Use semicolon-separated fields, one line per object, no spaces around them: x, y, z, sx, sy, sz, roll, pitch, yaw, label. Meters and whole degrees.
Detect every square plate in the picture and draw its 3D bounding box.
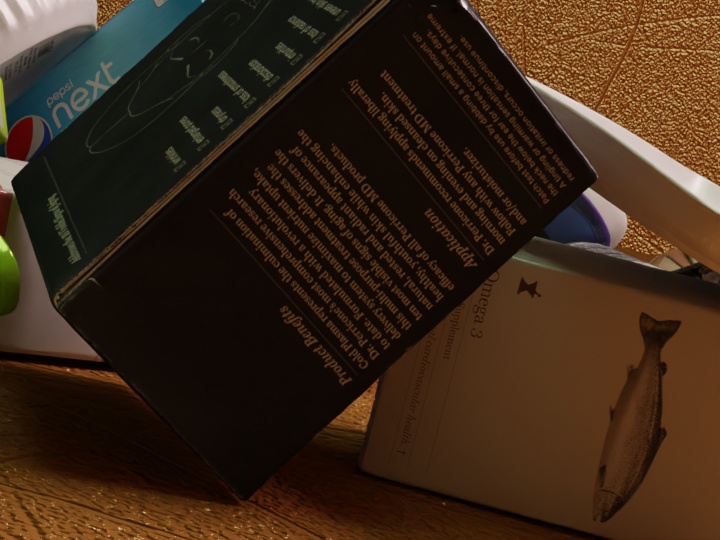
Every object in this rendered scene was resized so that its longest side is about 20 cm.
0.159;-0.026;0.864;0.197;0.029;0.200;22;13;-40;square plate

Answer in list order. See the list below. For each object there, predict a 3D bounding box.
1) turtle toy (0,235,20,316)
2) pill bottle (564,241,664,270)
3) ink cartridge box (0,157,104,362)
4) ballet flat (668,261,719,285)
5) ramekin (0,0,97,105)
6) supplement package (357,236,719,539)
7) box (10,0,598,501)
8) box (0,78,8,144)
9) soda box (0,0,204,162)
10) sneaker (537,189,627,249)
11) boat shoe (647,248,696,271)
-0.201;-0.009;0.731;0.101;0.147;0.200;-22;48;-41;turtle toy
0.163;0.050;1.105;0.105;0.107;0.200;12;7;-17;pill bottle
-0.170;-0.010;0.968;0.199;0.086;0.145;7;9;-38;ink cartridge box
0.132;0.036;0.981;0.199;0.075;0.074;-22;-8;22;ballet flat
-0.242;-0.134;1.050;0.105;0.200;0.200;54;8;0;ramekin
0.112;0.055;0.881;0.198;0.118;0.117;14;7;5;supplement package
-0.035;-0.040;0.803;0.124;0.196;0.200;50;-1;-22;box
-0.273;-0.069;0.822;0.122;0.199;0.048;57;12;-48;box
-0.149;-0.087;1.085;0.064;0.199;0.068;61;18;21;soda box
0.071;0.003;1.242;0.199;0.146;0.081;-4;-57;56;sneaker
0.220;0.037;1.236;0.071;0.076;0.200;-19;14;5;boat shoe
